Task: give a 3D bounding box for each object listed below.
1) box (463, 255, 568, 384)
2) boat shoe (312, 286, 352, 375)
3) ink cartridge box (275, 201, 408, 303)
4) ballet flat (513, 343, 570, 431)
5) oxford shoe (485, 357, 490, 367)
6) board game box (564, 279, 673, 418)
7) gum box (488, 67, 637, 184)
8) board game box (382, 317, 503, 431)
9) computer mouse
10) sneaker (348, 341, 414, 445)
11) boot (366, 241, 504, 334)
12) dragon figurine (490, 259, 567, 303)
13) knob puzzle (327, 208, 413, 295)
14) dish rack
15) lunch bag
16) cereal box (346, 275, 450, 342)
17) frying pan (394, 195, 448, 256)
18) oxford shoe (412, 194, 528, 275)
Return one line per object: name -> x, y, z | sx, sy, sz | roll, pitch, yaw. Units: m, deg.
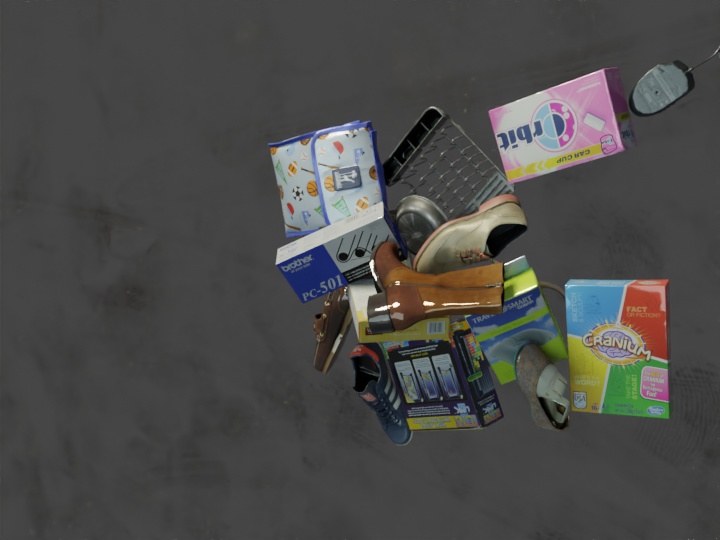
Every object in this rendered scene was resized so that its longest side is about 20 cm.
box -> 0.233, 0.080, 1.230 | 0.120, 0.048, 0.201 | -24, 130, 12
boat shoe -> -0.050, 0.095, 1.448 | 0.069, 0.070, 0.203 | 26, 118, 7
ink cartridge box -> -0.030, -0.027, 1.308 | 0.196, 0.045, 0.095 | -22, 125, 17
ballet flat -> 0.290, 0.184, 1.246 | 0.066, 0.068, 0.201 | 22, 155, 39
oxford shoe -> 0.188, 0.146, 1.346 | 0.075, 0.058, 0.201 | 41, 120, 10
board game box -> 0.394, 0.117, 1.233 | 0.150, 0.040, 0.205 | -1, 101, 29
gum box -> 0.290, -0.208, 1.188 | 0.197, 0.066, 0.116 | -13, 94, 39
board game box -> 0.132, 0.176, 1.337 | 0.199, 0.056, 0.169 | -18, 91, 57
computer mouse -> 0.460, -0.282, 1.114 | 0.198, 0.034, 0.059 | -33, 87, 24
sneaker -> 0.030, 0.224, 1.435 | 0.074, 0.084, 0.204 | -24, 90, 30
boot -> 0.111, 0.006, 1.178 | 0.195, 0.190, 0.070 | -12, 119, 13
dragon figurine -> 0.226, 0.032, 1.280 | 0.099, 0.195, 0.060 | 133, 137, -59
knob puzzle -> 0.000, 0.000, 1.431 | 0.215, 0.030, 0.225 | 8, 106, 27
dish rack -> 0.144, -0.145, 1.304 | 0.200, 0.054, 0.154 | 47, 120, 11
lunch bag -> -0.046, -0.152, 1.356 | 0.197, 0.123, 0.174 | -4, 101, 38
cereal box -> 0.055, 0.054, 1.287 | 0.140, 0.201, 0.040 | -2, 110, -5
frying pan -> 0.104, -0.034, 1.340 | 0.113, 0.031, 0.194 | 17, 129, 35
oxford shoe -> 0.169, -0.040, 1.256 | 0.198, 0.075, 0.070 | -36, 126, 13
